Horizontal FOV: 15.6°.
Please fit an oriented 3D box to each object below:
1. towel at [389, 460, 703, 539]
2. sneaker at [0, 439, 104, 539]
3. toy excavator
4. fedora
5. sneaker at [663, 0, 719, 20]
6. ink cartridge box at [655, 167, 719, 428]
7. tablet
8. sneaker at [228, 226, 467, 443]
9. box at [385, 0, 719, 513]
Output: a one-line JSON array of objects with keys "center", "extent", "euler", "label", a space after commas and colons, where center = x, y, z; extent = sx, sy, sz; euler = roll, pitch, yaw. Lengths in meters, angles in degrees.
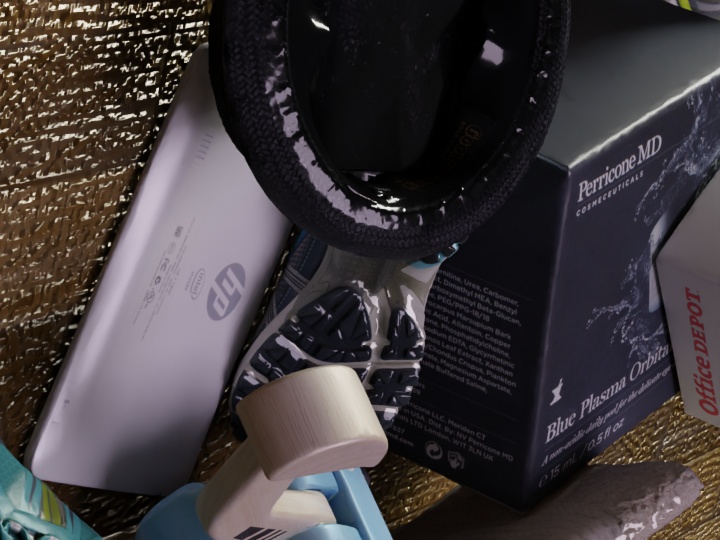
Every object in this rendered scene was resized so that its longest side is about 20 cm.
[{"center": [0.068, 0.136, 1.330], "extent": [0.133, 0.200, 0.034], "euler": [-30, 99, -32], "label": "towel"}, {"center": [-0.138, 0.113, 1.070], "extent": [0.078, 0.080, 0.200], "euler": [-61, 150, -8], "label": "sneaker"}, {"center": [-0.041, 0.115, 1.125], "extent": [0.194, 0.100, 0.200], "euler": [-33, 159, 20], "label": "toy excavator"}, {"center": [-0.004, -0.104, 1.096], "extent": [0.201, 0.092, 0.201], "euler": [-1, 91, -40], "label": "fedora"}, {"center": [0.198, -0.166, 1.391], "extent": [0.200, 0.081, 0.074], "euler": [20, 74, -58], "label": "sneaker"}, {"center": [0.258, 0.043, 1.313], "extent": [0.086, 0.200, 0.148], "euler": [-53, 148, -25], "label": "ink cartridge box"}, {"center": [-0.075, 0.004, 1.164], "extent": [0.130, 0.014, 0.200], "euler": [18, 96, -62], "label": "tablet"}, {"center": [0.000, 0.000, 1.220], "extent": [0.200, 0.078, 0.086], "euler": [-60, -161, 25], "label": "sneaker"}, {"center": [0.100, -0.017, 1.333], "extent": [0.197, 0.117, 0.200], "euler": [-32, 136, -45], "label": "box"}]
